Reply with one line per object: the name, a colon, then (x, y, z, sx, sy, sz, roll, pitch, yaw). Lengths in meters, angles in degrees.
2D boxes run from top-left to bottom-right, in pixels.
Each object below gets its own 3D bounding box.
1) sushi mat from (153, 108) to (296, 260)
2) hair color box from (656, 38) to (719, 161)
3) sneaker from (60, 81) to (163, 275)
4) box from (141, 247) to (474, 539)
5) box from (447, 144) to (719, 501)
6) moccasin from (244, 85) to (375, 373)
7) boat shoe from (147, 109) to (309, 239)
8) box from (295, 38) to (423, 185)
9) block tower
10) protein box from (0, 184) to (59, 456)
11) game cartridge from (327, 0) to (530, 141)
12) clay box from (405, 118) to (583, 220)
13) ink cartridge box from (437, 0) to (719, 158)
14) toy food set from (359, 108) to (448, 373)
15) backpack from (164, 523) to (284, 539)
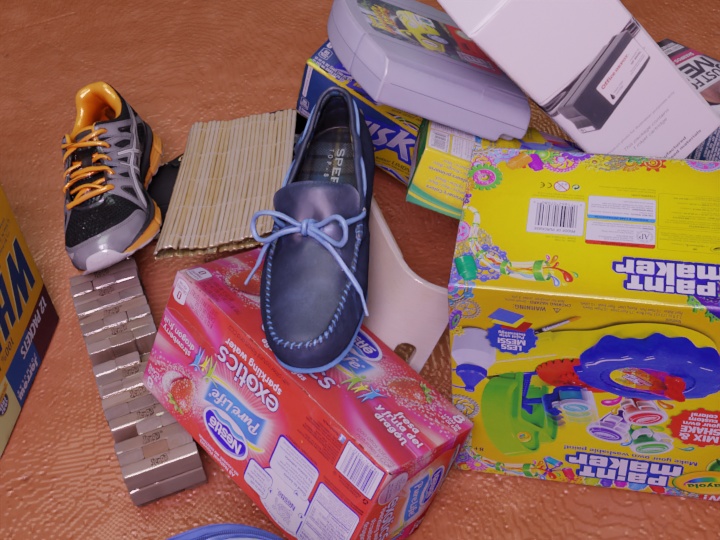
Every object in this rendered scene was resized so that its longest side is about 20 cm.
sushi mat: (-0.098, -0.070, 0.863, 0.094, 0.012, 0.201, -9, 32, 5)
hair color box: (0.302, -0.115, 0.922, 0.199, 0.061, 0.100, 33, 44, 30)
sneaker: (-0.203, -0.072, 0.884, 0.077, 0.078, 0.201, -22, 38, 8)
box: (-0.039, 0.085, 0.739, 0.200, 0.100, 0.095, 40, 33, 25)
box: (0.163, 0.037, 0.731, 0.197, 0.194, 0.123, 5, 49, 11)
moccasin: (-0.033, -0.033, 0.712, 0.079, 0.069, 0.202, -3, 51, 6)
boat shoe: (-0.128, -0.084, 0.960, 0.199, 0.063, 0.074, -18, 50, -8)
box: (0.048, -0.116, 0.926, 0.199, 0.065, 0.070, 34, 58, 9)
block tower: (-0.164, 0.077, 0.826, 0.057, 0.054, 0.201, -17, 48, -10)
protein box: (-0.351, 0.014, 0.804, 0.196, 0.201, 0.136, 4, 49, 10)
game cartridge: (0.042, -0.164, 0.852, 0.132, 0.041, 0.201, 12, 27, -17)
clay box: (0.135, -0.058, 0.821, 0.198, 0.048, 0.115, 20, 28, -3)
ink cartridge box: (0.135, -0.160, 0.777, 0.084, 0.199, 0.145, -44, 37, 14)
toy food set: (0.000, 0.000, 0.824, 0.060, 0.144, 0.201, 4, 42, -30)
backpack: (-0.068, 0.226, 0.570, 0.182, 0.201, 0.147, -35, 31, -1)
